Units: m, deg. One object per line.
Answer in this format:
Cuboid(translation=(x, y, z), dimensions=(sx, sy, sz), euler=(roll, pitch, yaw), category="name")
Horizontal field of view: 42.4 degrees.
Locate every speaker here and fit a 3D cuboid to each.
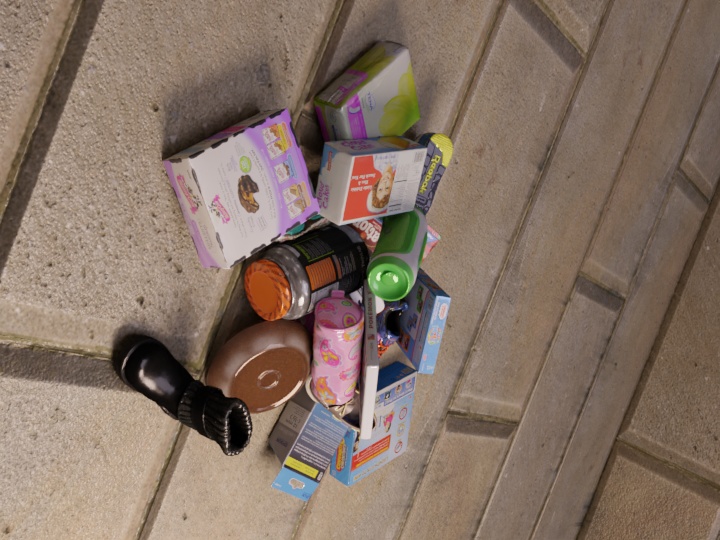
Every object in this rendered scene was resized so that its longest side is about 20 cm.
Cuboid(translation=(0.065, -0.034, 1.579), dimensions=(0.201, 0.086, 0.090), euler=(-70, 161, -56), category="speaker")

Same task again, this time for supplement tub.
Cuboid(translation=(-0.088, 0.004, 1.534), dimensions=(0.198, 0.121, 0.125), euler=(-23, 126, -42), category="supplement tub")

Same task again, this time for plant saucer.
Cuboid(translation=(-0.158, 0.172, 1.544), dimensions=(0.197, 0.037, 0.203), euler=(-18, 134, -19), category="plant saucer")

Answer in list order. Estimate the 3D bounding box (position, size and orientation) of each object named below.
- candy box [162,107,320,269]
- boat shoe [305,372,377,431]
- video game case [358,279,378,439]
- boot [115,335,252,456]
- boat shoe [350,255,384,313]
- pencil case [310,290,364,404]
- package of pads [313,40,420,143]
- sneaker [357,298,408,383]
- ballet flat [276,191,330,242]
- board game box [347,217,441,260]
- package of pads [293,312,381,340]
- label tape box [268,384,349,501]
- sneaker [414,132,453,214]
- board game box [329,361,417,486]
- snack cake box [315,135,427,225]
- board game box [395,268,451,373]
Cuboid(translation=(-0.170, -0.122, 1.363), dimensions=(0.199, 0.071, 0.171), euler=(-34, 115, -39), category="candy box")
Cuboid(translation=(-0.030, 0.236, 1.683), dimensions=(0.072, 0.059, 0.200), euler=(-47, 140, -5), category="boat shoe")
Cuboid(translation=(0.011, 0.150, 1.566), dimensions=(0.202, 0.022, 0.185), euler=(95, -5, -46), category="video game case")
Cuboid(translation=(-0.255, 0.186, 1.381), dimensions=(0.080, 0.156, 0.212), euler=(-55, 144, -15), category="boot")
Cuboid(translation=(0.000, 0.000, 1.705), dimensions=(0.201, 0.070, 0.069), euler=(60, 22, -50), category="boat shoe")
Cuboid(translation=(-0.039, 0.130, 1.532), dimensions=(0.087, 0.087, 0.203), euler=(-37, 147, -35), category="pencil case")
Cuboid(translation=(0.014, -0.276, 1.568), dimensions=(0.200, 0.067, 0.156), euler=(-45, 141, -29), category="package of pads")
Cuboid(translation=(0.034, 0.130, 1.809), dimensions=(0.075, 0.078, 0.204), euler=(9, 101, -53), category="sneaker")
Cuboid(translation=(-0.110, -0.078, 1.516), dimensions=(0.198, 0.076, 0.064), euler=(-17, 156, -42), category="ballet flat")
Cuboid(translation=(0.052, -0.076, 1.688), dimensions=(0.199, 0.019, 0.103), euler=(37, 94, -32), category="board game box")
Cuboid(translation=(-0.054, 0.122, 1.681), dimensions=(0.122, 0.075, 0.200), euler=(-55, 144, -3), category="package of pads")
Cuboid(translation=(-0.102, 0.317, 1.743), dimensions=(0.202, 0.065, 0.143), euler=(-60, 144, -8), category="label tape box")
Cuboid(translation=(0.100, -0.165, 1.728), dimensions=(0.073, 0.082, 0.202), euler=(26, 97, -31), category="sneaker")
Cuboid(translation=(0.028, 0.314, 1.923), dimensions=(0.198, 0.055, 0.200), euler=(-19, 123, -47), category="board game box")
Cuboid(translation=(0.018, -0.152, 1.531), dimensions=(0.198, 0.067, 0.117), euler=(-14, 124, -49), category="snack cake box")
Cuboid(translation=(0.111, 0.088, 1.800), dimensions=(0.036, 0.200, 0.154), euler=(7, 107, -19), category="board game box")
